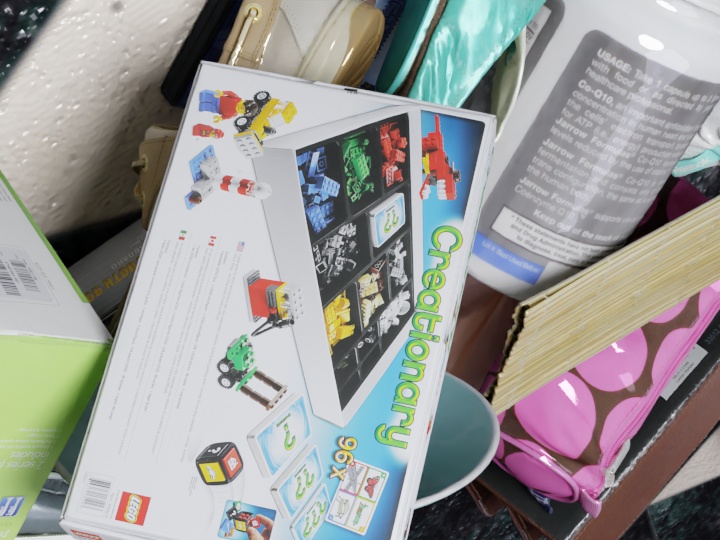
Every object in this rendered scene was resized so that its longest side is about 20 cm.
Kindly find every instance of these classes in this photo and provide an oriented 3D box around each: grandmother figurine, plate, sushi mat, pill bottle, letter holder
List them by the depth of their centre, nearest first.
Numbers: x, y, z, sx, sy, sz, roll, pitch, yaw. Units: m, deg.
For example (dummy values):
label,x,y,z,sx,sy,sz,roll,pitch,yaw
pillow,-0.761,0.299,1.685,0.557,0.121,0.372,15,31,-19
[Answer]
label,x,y,z,sx,sy,sz,roll,pitch,yaw
plate,-0.038,0.078,0.725,0.200,0.200,0.026,-13,113,-31
pill bottle,0.114,-0.091,0.804,0.114,0.114,0.200,6,124,-43
sushi mat,0.143,0.007,0.835,0.200,0.012,0.096,-27,153,-29
grandmother figurine,0.089,-0.009,0.943,0.121,0.061,0.200,-10,137,-50
letter holder,0.164,0.090,1.031,0.200,0.101,0.142,-48,152,-10

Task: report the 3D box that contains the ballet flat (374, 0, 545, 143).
label,x,y,z,sx,sy,sz,roll,pitch,yaw
ballet flat,0.027,-0.060,0.752,0.070,0.067,0.200,27,98,-16

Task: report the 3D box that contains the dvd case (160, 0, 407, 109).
label,x,y,z,sx,sy,sz,roll,pitch,yaw
dvd case,0.014,-0.122,0.799,0.200,0.018,0.143,11,119,-44

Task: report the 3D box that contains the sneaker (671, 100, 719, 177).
label,x,y,z,sx,sy,sz,roll,pitch,yaw
sneaker,0.194,-0.080,0.838,0.075,0.200,0.089,32,99,-34

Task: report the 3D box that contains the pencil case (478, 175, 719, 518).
label,x,y,z,sx,sy,sz,roll,pitch,yaw
pencil case,0.146,0.038,0.931,0.200,0.094,0.091,-53,153,-15

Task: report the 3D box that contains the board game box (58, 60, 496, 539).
label,x,y,z,sx,sy,sz,roll,pitch,yaw
board game box,-0.028,0.020,0.641,0.035,0.126,0.200,84,19,-67

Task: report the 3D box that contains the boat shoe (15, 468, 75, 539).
label,x,y,z,sx,sy,sz,roll,pitch,yaw
boat shoe,-0.104,0.092,0.783,0.200,0.073,0.062,-2,111,-30

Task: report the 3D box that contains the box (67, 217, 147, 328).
label,x,y,z,sx,sy,sz,roll,pitch,yaw
box,-0.088,0.063,0.857,0.158,0.048,0.200,-35,137,-7

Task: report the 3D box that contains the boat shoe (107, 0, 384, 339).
label,x,y,z,sx,sy,sz,roll,pitch,yaw
boat shoe,-0.066,-0.047,0.739,0.200,0.069,0.074,-57,173,11

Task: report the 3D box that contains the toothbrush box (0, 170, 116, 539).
label,x,y,z,sx,sy,sz,roll,pitch,yaw
toothbrush box,-0.205,0.060,0.692,0.086,0.146,0.200,8,121,-44
